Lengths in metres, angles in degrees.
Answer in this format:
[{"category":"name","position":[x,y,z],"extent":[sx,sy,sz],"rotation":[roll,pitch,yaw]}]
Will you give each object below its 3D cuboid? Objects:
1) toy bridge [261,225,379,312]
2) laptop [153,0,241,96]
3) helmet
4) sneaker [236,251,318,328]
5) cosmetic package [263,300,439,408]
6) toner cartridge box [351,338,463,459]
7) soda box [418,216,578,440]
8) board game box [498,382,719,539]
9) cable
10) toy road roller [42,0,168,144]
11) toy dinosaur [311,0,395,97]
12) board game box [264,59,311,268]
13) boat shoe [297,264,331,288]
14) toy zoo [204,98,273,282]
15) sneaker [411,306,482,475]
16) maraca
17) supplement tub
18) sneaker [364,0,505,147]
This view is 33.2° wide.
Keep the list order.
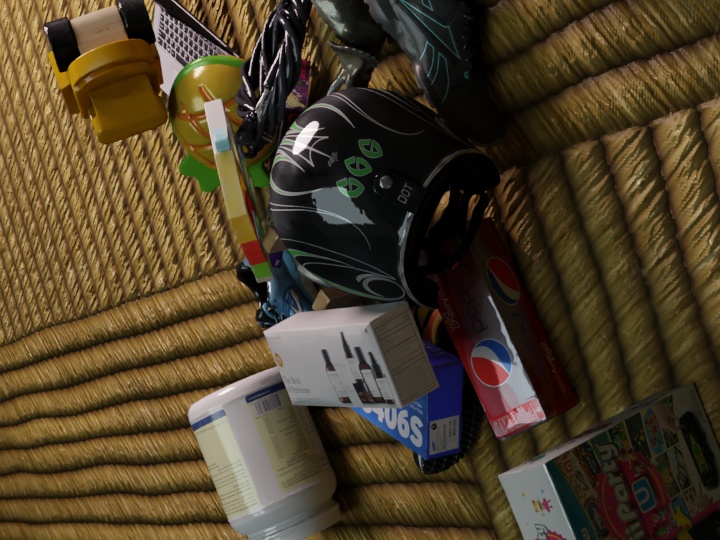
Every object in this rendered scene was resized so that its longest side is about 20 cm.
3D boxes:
[{"category":"toy bridge","position":[-0.016,0.027,1.195],"extent":[0.200,0.067,0.027],"rotation":[49,129,25]},{"category":"laptop","position":[-0.245,-0.272,1.470],"extent":[0.187,0.115,0.202],"rotation":[43,135,34]},{"category":"helmet","position":[0.009,-0.070,1.090],"extent":[0.189,0.199,0.203],"rotation":[26,124,31]},{"category":"sneaker","position":[-0.082,0.060,1.418],"extent":[0.201,0.089,0.079],"rotation":[54,140,21]},{"category":"cosmetic package","position":[-0.014,0.080,1.113],"extent":[0.199,0.050,0.084],"rotation":[-10,102,59]},{"category":"toner cartridge box","position":[0.031,0.110,1.229],"extent":[0.199,0.043,0.097],"rotation":[25,117,57]},{"category":"soda box","position":[0.128,0.054,1.151],"extent":[0.063,0.070,0.203],"rotation":[-30,79,35]},{"category":"board game box","position":[0.223,0.198,0.989],"extent":[0.064,0.198,0.150],"rotation":[-28,83,53]},{"category":"cable","position":[-0.089,-0.224,1.244],"extent":[0.164,0.050,0.202],"rotation":[118,164,-48]},{"category":"toy road roller","position":[-0.284,-0.211,1.398],"extent":[0.200,0.121,0.148],"rotation":[115,135,-75]},{"category":"toy dinosaur","position":[-0.010,-0.266,1.181],"extent":[0.077,0.101,0.203],"rotation":[-27,84,52]},{"category":"board game box","position":[-0.084,-0.119,1.344],"extent":[0.121,0.032,0.202],"rotation":[-96,15,-54]},{"category":"boat shoe","position":[-0.001,-0.001,1.305],"extent":[0.201,0.074,0.066],"rotation":[9,71,62]},{"category":"toy zoo","position":[-0.126,-0.084,1.238],"extent":[0.200,0.020,0.133],"rotation":[76,179,-68]},{"category":"sneaker","position":[0.078,0.112,1.263],"extent":[0.090,0.069,0.203],"rotation":[42,135,53]},{"category":"maraca","position":[-0.157,-0.164,1.406],"extent":[0.135,0.108,0.202],"rotation":[11,135,3]},{"category":"supplement tub","position":[-0.115,0.235,1.488],"extent":[0.145,0.144,0.203],"rotation":[-31,80,53]},{"category":"sneaker","position":[0.080,-0.207,1.111],"extent":[0.079,0.075,0.201],"rotation":[-34,91,24]}]
